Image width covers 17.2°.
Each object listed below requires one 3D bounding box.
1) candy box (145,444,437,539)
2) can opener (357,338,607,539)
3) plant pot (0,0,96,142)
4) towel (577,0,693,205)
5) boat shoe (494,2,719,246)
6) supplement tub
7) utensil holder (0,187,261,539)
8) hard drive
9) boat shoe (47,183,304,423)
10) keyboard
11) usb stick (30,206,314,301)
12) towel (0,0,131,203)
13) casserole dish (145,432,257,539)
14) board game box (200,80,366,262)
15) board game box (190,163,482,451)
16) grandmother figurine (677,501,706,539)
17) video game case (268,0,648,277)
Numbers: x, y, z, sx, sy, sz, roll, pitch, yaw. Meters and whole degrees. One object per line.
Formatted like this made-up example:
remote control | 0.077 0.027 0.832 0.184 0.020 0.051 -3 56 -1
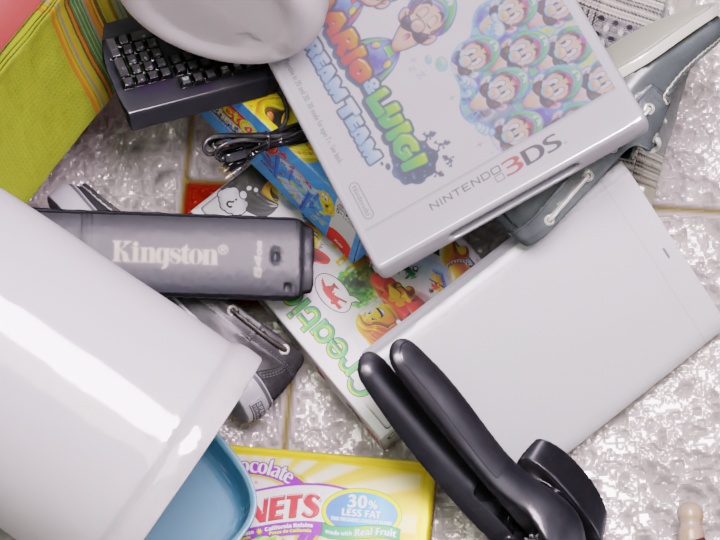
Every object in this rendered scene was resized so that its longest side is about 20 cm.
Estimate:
candy box | -0.054 0.163 1.497 0.199 0.026 0.103 4 70 5
can opener | 0.069 0.118 1.448 0.200 0.063 0.079 43 35 -18
plant pot | -0.265 -0.143 1.529 0.200 0.201 0.178 33 67 13
towel | 0.120 -0.131 1.505 0.199 0.035 0.194 20 75 -23
boat shoe | 0.153 -0.092 1.468 0.200 0.073 0.062 -38 104 -16
supplement tub | -0.064 -0.238 1.430 0.131 0.132 0.201 10 63 7
utensil holder | -0.185 0.064 1.370 0.200 0.170 0.170 34 78 -4
hard drive | 0.117 0.043 1.488 0.200 0.026 0.132 -38 107 -8
boat shoe | -0.115 0.008 1.529 0.066 0.070 0.200 -42 75 -16
keyboard | -0.055 -0.127 1.483 0.199 0.021 0.128 -17 67 -16
usb stick | -0.128 -0.010 1.485 0.199 0.033 0.056 2 73 -6
towel | -0.193 -0.111 1.476 0.018 0.086 0.200 5 48 36
casserole dish | -0.149 0.125 1.484 0.121 0.039 0.200 -40 71 -9
board game box | 0.000 -0.139 1.541 0.196 0.056 0.200 43 65 13
board game box | 0.000 0.000 1.538 0.126 0.035 0.200 -39 74 -8
grandmother figurine | 0.246 0.178 1.454 0.121 0.061 0.201 22 73 19
video game case | 0.048 -0.122 1.432 0.181 0.024 0.201 -29 66 4
